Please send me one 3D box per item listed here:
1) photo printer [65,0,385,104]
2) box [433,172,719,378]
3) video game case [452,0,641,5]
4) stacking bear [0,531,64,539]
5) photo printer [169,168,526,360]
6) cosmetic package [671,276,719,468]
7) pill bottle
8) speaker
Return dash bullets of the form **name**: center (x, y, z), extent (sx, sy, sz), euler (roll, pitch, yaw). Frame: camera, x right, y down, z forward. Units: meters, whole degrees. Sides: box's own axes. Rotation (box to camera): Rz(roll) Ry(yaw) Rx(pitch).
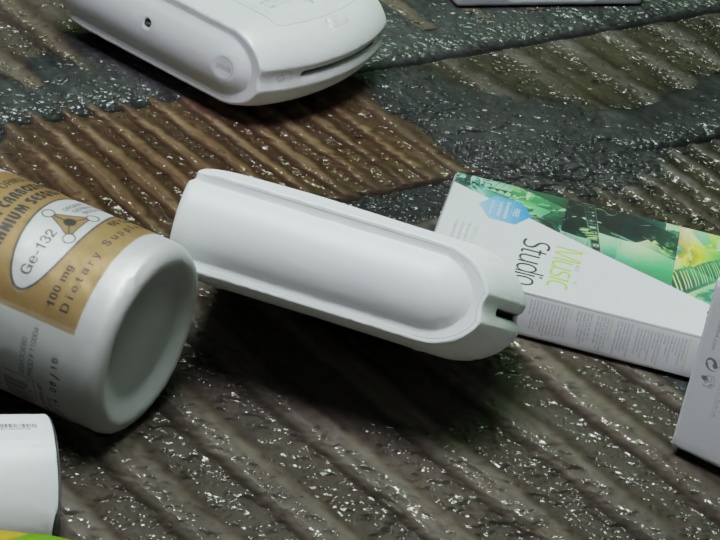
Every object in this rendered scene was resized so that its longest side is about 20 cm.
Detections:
- **photo printer**: center (-0.093, -0.192, 1.704), extent (0.200, 0.070, 0.166), euler (29, 33, 26)
- **box**: center (0.144, 0.001, 1.505), extent (0.199, 0.036, 0.144), euler (15, 30, 4)
- **video game case**: center (0.123, -0.283, 2.003), extent (0.181, 0.023, 0.200), euler (-4, 33, -25)
- **stacking bear**: center (-0.167, 0.166, 1.027), extent (0.199, 0.122, 0.114), euler (17, 31, 24)
- **photo printer**: center (0.000, 0.000, 1.365), extent (0.199, 0.070, 0.166), euler (17, 0, 10)
- **cosmetic package**: center (0.326, 0.062, 1.377), extent (0.200, 0.123, 0.199), euler (25, 32, 24)
- **pill bottle**: center (-0.203, 0.004, 1.296), extent (0.200, 0.115, 0.114), euler (22, 31, 18)
- **speaker**: center (-0.251, 0.111, 1.126), extent (0.199, 0.081, 0.081), euler (0, 31, -18)
